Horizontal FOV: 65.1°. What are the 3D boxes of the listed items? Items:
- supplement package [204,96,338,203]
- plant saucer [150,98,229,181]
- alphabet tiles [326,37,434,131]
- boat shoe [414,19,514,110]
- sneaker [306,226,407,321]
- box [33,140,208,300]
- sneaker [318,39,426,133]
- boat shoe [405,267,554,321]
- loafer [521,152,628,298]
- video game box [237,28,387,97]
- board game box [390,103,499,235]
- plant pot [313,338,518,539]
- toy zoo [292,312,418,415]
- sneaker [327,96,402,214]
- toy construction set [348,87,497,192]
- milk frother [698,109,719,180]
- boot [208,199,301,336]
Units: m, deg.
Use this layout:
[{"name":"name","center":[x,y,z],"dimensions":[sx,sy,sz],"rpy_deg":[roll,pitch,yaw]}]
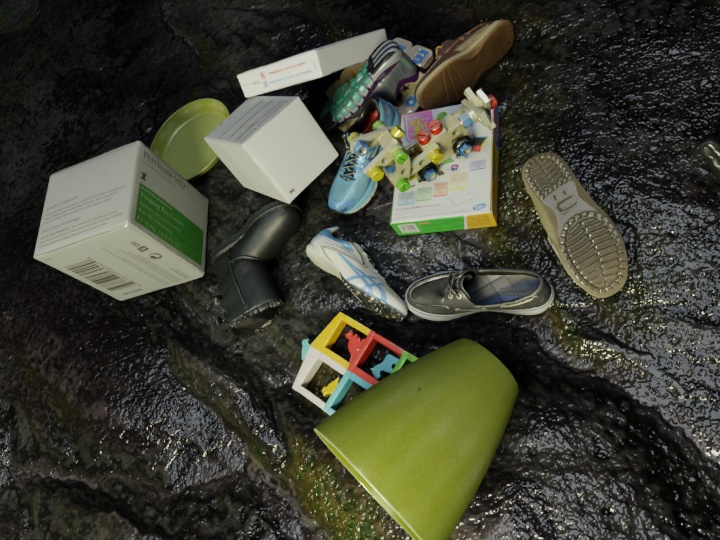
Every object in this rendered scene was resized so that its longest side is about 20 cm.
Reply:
[{"name":"supplement package","center":[-0.150,-0.202,0.920],"dimensions":[0.117,0.117,0.200],"rpy_deg":[-45,33,-12]},{"name":"plant saucer","center":[-0.338,-0.255,1.136],"dimensions":[0.200,0.031,0.200],"rpy_deg":[-10,63,21]},{"name":"alphabet tiles","center":[0.036,-0.319,0.992],"dimensions":[0.195,0.015,0.200],"rpy_deg":[36,86,34]},{"name":"boat shoe","center":[0.155,-0.335,0.910],"dimensions":[0.200,0.072,0.072],"rpy_deg":[-44,46,-6]},{"name":"sneaker","center":[0.000,0.000,0.826],"dimensions":[0.072,0.072,0.200],"rpy_deg":[-45,58,-9]},{"name":"box","center":[-0.402,-0.077,0.981],"dimensions":[0.200,0.199,0.172],"rpy_deg":[-16,60,17]},{"name":"sneaker","center":[0.015,-0.284,0.942],"dimensions":[0.200,0.087,0.075],"rpy_deg":[-34,45,38]},{"name":"boat shoe","center":[0.147,0.027,0.740],"dimensions":[0.200,0.066,0.070],"rpy_deg":[1,67,27]},{"name":"loafer","center":[0.274,-0.058,0.721],"dimensions":[0.076,0.068,0.200],"rpy_deg":[-26,74,15]},{"name":"video game box","center":[-0.078,-0.353,0.962],"dimensions":[0.182,0.047,0.200],"rpy_deg":[4,29,38]},{"name":"board game box","center":[0.130,-0.157,0.852],"dimensions":[0.153,0.040,0.200],"rpy_deg":[-3,65,25]},{"name":"plant pot","center":[0.082,0.179,0.650],"dimensions":[0.200,0.187,0.187],"rpy_deg":[-43,54,-16]},{"name":"toy zoo","center":[-0.010,0.144,0.789],"dimensions":[0.200,0.020,0.131],"rpy_deg":[28,81,33]},{"name":"sneaker","center":[-0.009,-0.187,0.900],"dimensions":[0.078,0.090,0.200],"rpy_deg":[21,87,32]},{"name":"toy construction set","center":[0.093,-0.184,0.779],"dimensions":[0.200,0.131,0.092],"rpy_deg":[-23,59,15]},{"name":"milk frother","center":[0.505,-0.167,0.626],"dimensions":[0.200,0.180,0.188],"rpy_deg":[-40,89,-30]},{"name":"boot","center":[-0.157,-0.001,0.901],"dimensions":[0.198,0.073,0.163],"rpy_deg":[-34,54,16]}]
